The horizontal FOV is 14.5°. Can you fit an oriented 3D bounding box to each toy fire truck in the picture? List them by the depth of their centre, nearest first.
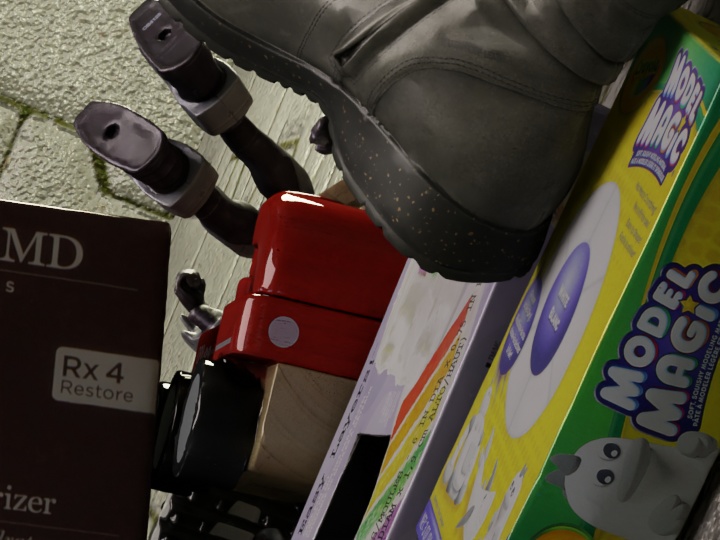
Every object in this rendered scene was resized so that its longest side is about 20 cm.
[{"bbox_3d":[0.000,0.000,1.123,0.176,0.128,0.201,152,131,-77],"label":"toy fire truck"}]

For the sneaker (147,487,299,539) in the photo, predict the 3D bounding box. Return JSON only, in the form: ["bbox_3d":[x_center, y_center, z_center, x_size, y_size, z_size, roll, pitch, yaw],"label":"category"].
[{"bbox_3d":[-0.068,0.123,1.335,0.091,0.066,0.200,-81,14,-52],"label":"sneaker"}]

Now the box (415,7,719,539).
[{"bbox_3d":[0.077,0.009,0.759,0.117,0.048,0.200,-103,38,-77],"label":"box"}]

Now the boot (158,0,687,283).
[{"bbox_3d":[0.014,-0.104,0.809,0.068,0.200,0.131,-10,-42,-45],"label":"boot"}]

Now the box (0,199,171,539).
[{"bbox_3d":[-0.176,0.089,1.134,0.164,0.165,0.201,124,151,-65],"label":"box"}]

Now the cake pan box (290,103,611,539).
[{"bbox_3d":[0.033,0.048,0.936,0.184,0.052,0.200,163,130,-83],"label":"cake pan box"}]

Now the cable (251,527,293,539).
[{"bbox_3d":[-0.030,0.178,1.069,0.200,0.050,0.097,-94,21,-51],"label":"cable"}]

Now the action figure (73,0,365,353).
[{"bbox_3d":[-0.040,-0.026,1.231,0.069,0.200,0.130,25,73,47],"label":"action figure"}]
